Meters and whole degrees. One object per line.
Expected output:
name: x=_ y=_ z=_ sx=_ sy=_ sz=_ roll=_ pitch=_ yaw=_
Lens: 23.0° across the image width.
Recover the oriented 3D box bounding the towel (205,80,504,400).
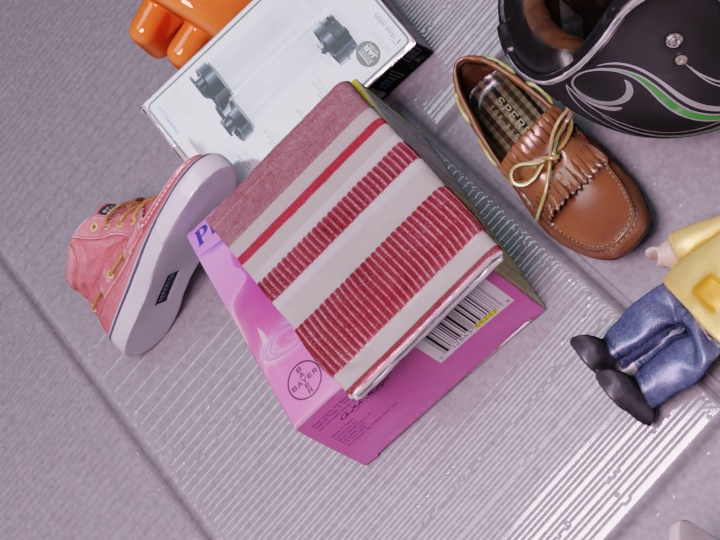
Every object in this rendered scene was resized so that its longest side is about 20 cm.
towel: x=-0.006 y=-0.023 z=1.205 sx=0.144 sy=0.023 sz=0.200 roll=-45 pitch=54 yaw=6

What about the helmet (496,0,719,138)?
helmet: x=0.207 y=-0.181 z=1.148 sx=0.200 sy=0.190 sz=0.201 roll=-19 pitch=69 yaw=59

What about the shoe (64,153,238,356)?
shoe: x=-0.167 y=-0.031 z=1.357 sx=0.091 sy=0.071 sz=0.200 roll=45 pitch=130 yaw=20

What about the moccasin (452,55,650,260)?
moccasin: x=0.128 y=-0.083 z=1.226 sx=0.074 sy=0.078 sz=0.202 roll=-40 pitch=53 yaw=13

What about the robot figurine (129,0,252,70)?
robot figurine: x=-0.108 y=-0.256 z=1.442 sx=0.144 sy=0.116 sz=0.201 roll=29 pitch=88 yaw=52

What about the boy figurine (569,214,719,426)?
boy figurine: x=0.234 y=0.013 z=1.123 sx=0.200 sy=0.064 sz=0.125 roll=-42 pitch=50 yaw=16

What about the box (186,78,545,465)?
box: x=0.000 y=0.000 z=1.265 sx=0.176 sy=0.097 sz=0.200 roll=-41 pitch=52 yaw=12

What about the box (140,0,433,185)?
box: x=-0.058 y=-0.147 z=1.365 sx=0.200 sy=0.060 sz=0.117 roll=-42 pitch=80 yaw=11

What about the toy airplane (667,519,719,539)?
toy airplane: x=0.197 y=0.231 z=0.999 sx=0.199 sy=0.141 sz=0.201 roll=30 pitch=103 yaw=59
